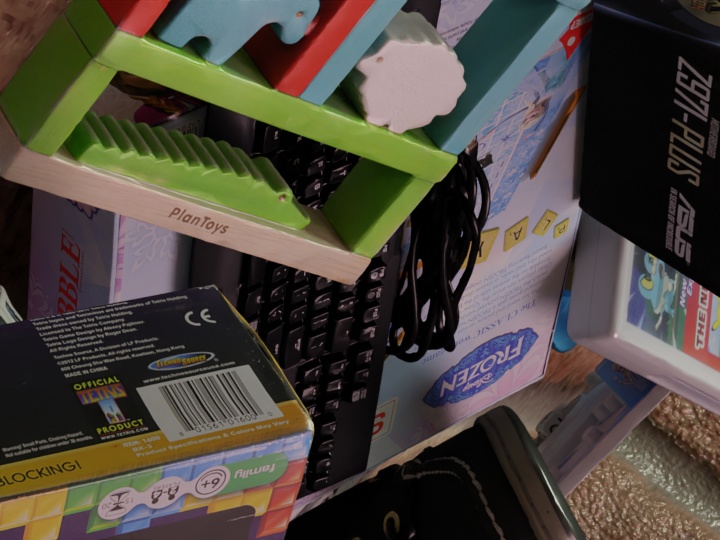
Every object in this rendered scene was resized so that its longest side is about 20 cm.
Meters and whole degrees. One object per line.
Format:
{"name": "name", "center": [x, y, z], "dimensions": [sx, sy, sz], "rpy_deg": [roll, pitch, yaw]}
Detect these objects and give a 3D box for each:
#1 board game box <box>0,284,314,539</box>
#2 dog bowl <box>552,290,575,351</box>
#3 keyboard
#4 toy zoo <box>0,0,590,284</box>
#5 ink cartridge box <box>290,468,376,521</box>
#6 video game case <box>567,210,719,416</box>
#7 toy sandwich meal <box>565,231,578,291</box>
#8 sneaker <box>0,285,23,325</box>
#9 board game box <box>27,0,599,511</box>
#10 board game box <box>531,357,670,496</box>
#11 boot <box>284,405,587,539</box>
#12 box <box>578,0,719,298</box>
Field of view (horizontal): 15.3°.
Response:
{"name": "board game box", "center": [-0.122, 0.096, 0.614], "dimensions": [0.200, 0.057, 0.165], "rpy_deg": [-10, 136, -31]}
{"name": "dog bowl", "center": [0.099, -0.064, 1.134], "dimensions": [0.200, 0.050, 0.111], "rpy_deg": [-65, 161, -19]}
{"name": "keyboard", "center": [0.000, 0.000, 0.765], "dimensions": [0.104, 0.040, 0.200], "rpy_deg": [-26, 143, -31]}
{"name": "toy zoo", "center": [0.013, -0.086, 0.649], "dimensions": [0.131, 0.020, 0.200], "rpy_deg": [17, 120, -47]}
{"name": "ink cartridge box", "center": [-0.022, 0.028, 1.023], "dimensions": [0.145, 0.084, 0.200], "rpy_deg": [-47, 169, -13]}
{"name": "video game case", "center": [0.138, -0.047, 0.972], "dimensions": [0.182, 0.023, 0.200], "rpy_deg": [27, 66, -51]}
{"name": "toy sandwich meal", "center": [0.109, -0.085, 1.019], "dimensions": [0.205, 0.070, 0.205], "rpy_deg": [-11, 104, -47]}
{"name": "sneaker", "center": [-0.110, 0.017, 0.649], "dimensions": [0.076, 0.077, 0.200], "rpy_deg": [-47, 166, -9]}
{"name": "board game box", "center": [-0.011, -0.009, 0.819], "dimensions": [0.200, 0.041, 0.200], "rpy_deg": [-25, 142, -33]}
{"name": "board game box", "center": [0.077, 0.067, 1.096], "dimensions": [0.200, 0.026, 0.200], "rpy_deg": [-48, 180, 20]}
{"name": "boot", "center": [-0.008, 0.113, 0.881], "dimensions": [0.154, 0.073, 0.204], "rpy_deg": [-25, 174, -10]}
{"name": "box", "center": [0.165, -0.106, 0.834], "dimensions": [0.200, 0.086, 0.164], "rpy_deg": [-41, 150, -29]}
